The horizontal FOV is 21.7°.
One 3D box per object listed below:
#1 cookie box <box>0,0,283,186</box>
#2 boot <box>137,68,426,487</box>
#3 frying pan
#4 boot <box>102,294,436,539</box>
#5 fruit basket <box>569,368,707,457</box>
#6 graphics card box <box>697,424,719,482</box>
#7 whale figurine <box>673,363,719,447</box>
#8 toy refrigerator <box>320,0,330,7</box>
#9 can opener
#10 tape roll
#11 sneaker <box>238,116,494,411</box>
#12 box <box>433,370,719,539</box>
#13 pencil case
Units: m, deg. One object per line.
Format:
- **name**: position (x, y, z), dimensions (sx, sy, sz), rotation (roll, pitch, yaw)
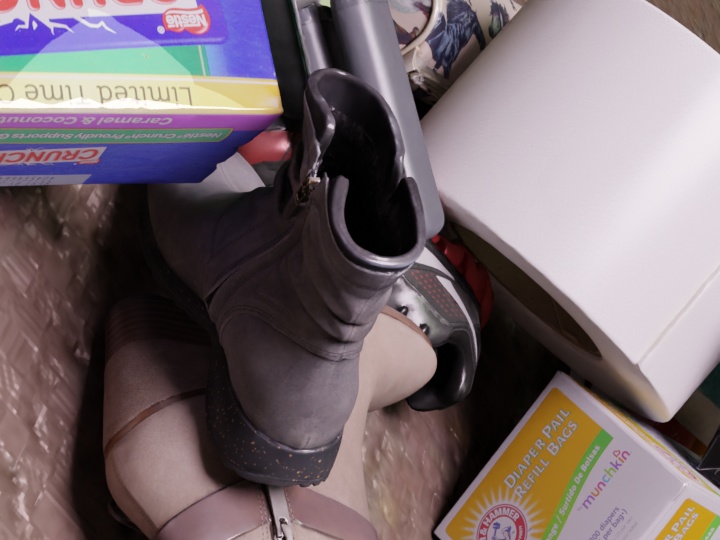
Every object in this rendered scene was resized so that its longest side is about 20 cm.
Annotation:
- **cookie box**: position (-0.134, -0.136, 0.693), dimensions (0.170, 0.075, 0.201), rotation (-3, 73, -33)
- **boot**: position (-0.026, -0.026, 0.732), dimensions (0.069, 0.132, 0.200), rotation (4, 37, -28)
- **frying pan**: position (-0.045, -0.142, 0.752), dimensions (0.115, 0.031, 0.191), rotation (-110, -174, -49)
- **boot**: position (-0.023, 0.081, 0.781), dimensions (0.199, 0.070, 0.147), rotation (7, 44, -38)
- **fruit basket**: position (0.191, 0.108, 1.178), dimensions (0.200, 0.094, 0.186), rotation (34, 42, -24)
- **graphics card box**: position (0.250, 0.020, 0.978), dimensions (0.051, 0.126, 0.200), rotation (32, 43, 10)
- **whale figurine**: position (0.232, 0.054, 1.087), dimensions (0.158, 0.104, 0.200), rotation (16, 31, -30)
- **toy refrigerator**: position (-0.072, -0.128, 0.863), dimensions (0.200, 0.070, 0.076), rotation (-18, 89, -61)
- **can opener**: position (-0.004, -0.107, 0.849), dimensions (0.066, 0.052, 0.201), rotation (-4, 79, -61)
- **tape roll**: position (0.128, -0.038, 0.980), dimensions (0.203, 0.139, 0.203), rotation (41, -6, 5)
- **sneaker**: position (0.000, 0.000, 0.906), dimensions (0.200, 0.071, 0.098), rotation (46, 35, -39)
- **box**: position (0.150, 0.150, 0.995), dimensions (0.101, 0.113, 0.200), rotation (42, 7, 41)
- **pencil case**: position (0.061, -0.121, 1.078), dimensions (0.200, 0.077, 0.090), rotation (23, 62, -53)
